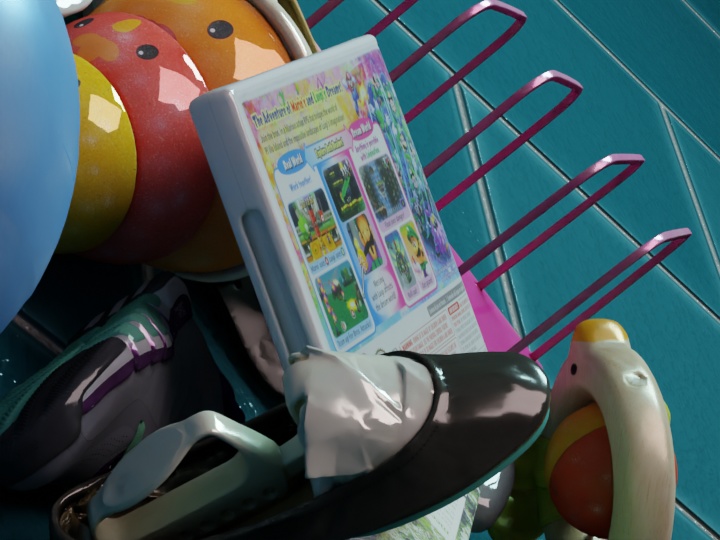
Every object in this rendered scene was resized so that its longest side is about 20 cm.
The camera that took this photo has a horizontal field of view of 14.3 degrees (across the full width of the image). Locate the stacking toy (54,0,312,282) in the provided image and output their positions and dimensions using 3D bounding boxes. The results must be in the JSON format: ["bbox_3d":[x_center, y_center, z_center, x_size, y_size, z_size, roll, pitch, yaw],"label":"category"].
[{"bbox_3d":[-0.120,-0.052,1.234,0.200,0.146,0.146,-18,70,-53],"label":"stacking toy"}]

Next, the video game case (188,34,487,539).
[{"bbox_3d":[0.000,0.000,1.196,0.183,0.024,0.200,70,20,-4],"label":"video game case"}]

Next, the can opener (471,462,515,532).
[{"bbox_3d":[0.040,0.073,1.423,0.067,0.053,0.200,19,25,-5],"label":"can opener"}]

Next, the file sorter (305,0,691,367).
[{"bbox_3d":[0.055,-0.055,1.418,0.200,0.125,0.139,53,12,7],"label":"file sorter"}]

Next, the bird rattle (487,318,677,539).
[{"bbox_3d":[0.109,0.118,1.378,0.112,0.163,0.200,4,38,-7],"label":"bird rattle"}]

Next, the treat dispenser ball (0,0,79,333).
[{"bbox_3d":[-0.189,-0.048,0.913,0.201,0.201,0.201,44,20,-21],"label":"treat dispenser ball"}]

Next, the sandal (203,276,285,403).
[{"bbox_3d":[-0.061,-0.031,1.363,0.200,0.075,0.045,57,-22,8],"label":"sandal"}]

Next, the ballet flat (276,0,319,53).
[{"bbox_3d":[-0.043,-0.083,1.326,0.201,0.068,0.063,64,-15,1],"label":"ballet flat"}]

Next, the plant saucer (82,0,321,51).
[{"bbox_3d":[-0.076,-0.104,1.501,0.201,0.051,0.201,45,20,-22],"label":"plant saucer"}]

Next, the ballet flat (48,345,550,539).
[{"bbox_3d":[-0.027,0.072,1.065,0.068,0.200,0.068,57,10,-43],"label":"ballet flat"}]

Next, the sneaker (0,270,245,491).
[{"bbox_3d":[-0.086,0.062,1.151,0.088,0.074,0.200,55,18,-5],"label":"sneaker"}]

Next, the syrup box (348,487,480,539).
[{"bbox_3d":[-0.013,0.126,1.183,0.079,0.081,0.200,47,22,-11],"label":"syrup box"}]

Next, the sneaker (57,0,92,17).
[{"bbox_3d":[-0.161,-0.132,1.291,0.075,0.100,0.200,53,23,-3],"label":"sneaker"}]
